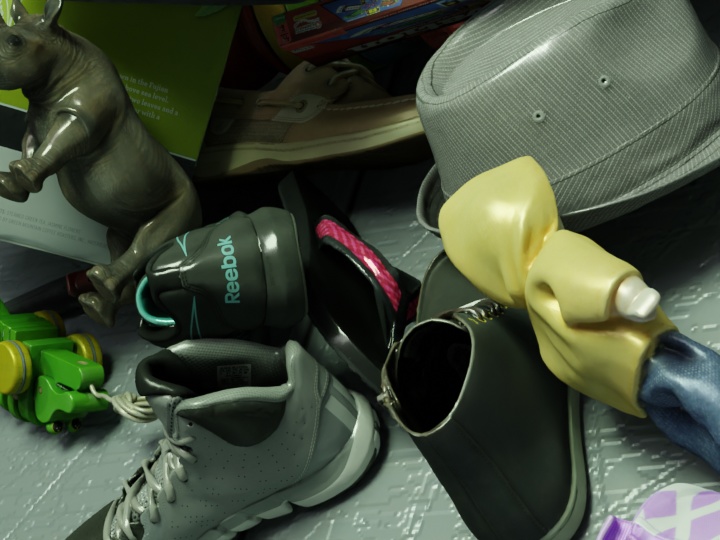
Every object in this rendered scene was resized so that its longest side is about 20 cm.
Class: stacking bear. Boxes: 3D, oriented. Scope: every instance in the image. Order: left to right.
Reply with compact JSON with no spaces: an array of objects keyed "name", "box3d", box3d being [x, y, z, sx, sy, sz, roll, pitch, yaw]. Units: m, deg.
[{"name":"stacking bear","box3d":[-0.028,-0.162,1.256,0.199,0.123,0.114,-19,2,30]}]

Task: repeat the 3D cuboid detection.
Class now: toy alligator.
[{"name":"toy alligator","box3d":[-0.175,0.066,1.199,0.199,0.059,0.055,28,115,46]}]

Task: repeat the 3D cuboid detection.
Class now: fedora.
[{"name":"fedora","box3d":[0.107,-0.094,1.052,0.198,0.091,0.177,-24,22,8]}]

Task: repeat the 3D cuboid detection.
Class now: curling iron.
[{"name":"curling iron","box3d":[-0.162,0.015,1.254,0.198,0.026,0.050,-11,43,32]}]

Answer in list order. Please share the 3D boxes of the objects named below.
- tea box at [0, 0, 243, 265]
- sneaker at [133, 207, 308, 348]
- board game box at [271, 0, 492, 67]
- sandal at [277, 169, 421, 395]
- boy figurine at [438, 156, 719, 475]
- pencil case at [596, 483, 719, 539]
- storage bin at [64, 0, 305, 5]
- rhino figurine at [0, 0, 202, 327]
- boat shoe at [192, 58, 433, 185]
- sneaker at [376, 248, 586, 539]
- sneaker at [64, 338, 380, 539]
[{"name":"tea box","box3d":[-0.179,-0.120,1.232,0.200,0.133,0.199,22,96,60]},{"name":"sneaker","box3d":[-0.082,0.006,1.091,0.078,0.076,0.200,-10,-7,-13]},{"name":"board game box","box3d":[0.059,-0.148,1.103,0.198,0.020,0.103,-17,-2,9]},{"name":"sandal","box3d":[0.000,0.000,1.100,0.045,0.075,0.201,-38,35,13]},{"name":"boy figurine","box3d":[0.116,0.026,0.937,0.064,0.125,0.200,-42,59,-8]},{"name":"pencil case","box3d":[0.186,0.131,0.811,0.199,0.086,0.084,6,62,41]},{"name":"storage bin","box3d":[-0.066,-0.205,1.069,0.134,0.198,0.147,17,107,59]},{"name":"rhino figurine","box3d":[-0.151,-0.071,1.104,0.060,0.201,0.088,8,47,50]},{"name":"boat shoe","box3d":[-0.022,-0.089,1.189,0.199,0.071,0.065,-5,86,39]},{"name":"sneaker","box3d":[0.053,0.031,1.000,0.074,0.106,0.201,-27,39,14]},{"name":"sneaker","box3d":[-0.098,0.092,1.053,0.199,0.116,0.075,-32,41,8]}]
